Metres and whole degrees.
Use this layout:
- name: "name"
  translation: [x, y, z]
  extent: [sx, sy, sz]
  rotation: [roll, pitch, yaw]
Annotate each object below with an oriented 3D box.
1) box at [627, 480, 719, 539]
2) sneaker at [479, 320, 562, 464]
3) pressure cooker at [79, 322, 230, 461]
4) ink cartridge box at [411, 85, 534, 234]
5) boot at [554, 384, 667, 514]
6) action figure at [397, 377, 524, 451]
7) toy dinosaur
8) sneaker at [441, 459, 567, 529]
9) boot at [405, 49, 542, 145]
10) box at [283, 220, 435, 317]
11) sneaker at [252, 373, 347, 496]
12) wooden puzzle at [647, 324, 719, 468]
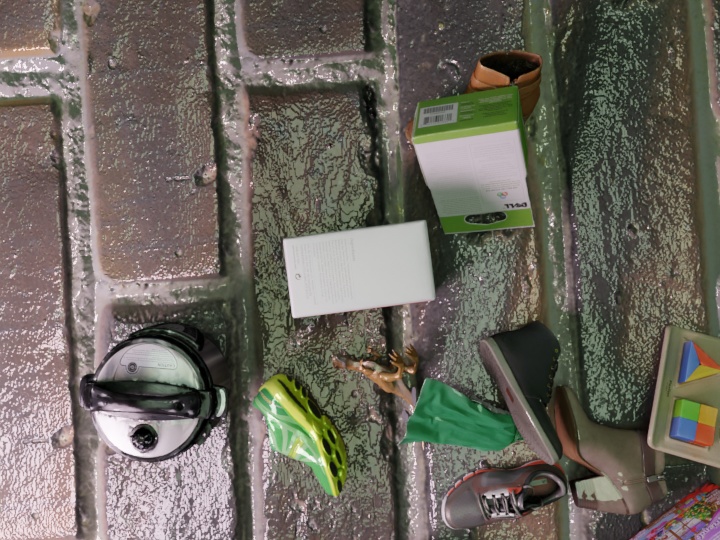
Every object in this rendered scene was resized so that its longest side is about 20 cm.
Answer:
- name: "box"
  translation: [0.459, 0.390, 1.052]
  extent: [0.198, 0.137, 0.039]
  rotation: [-37, 89, 0]
- name: "sneaker"
  translation: [0.263, 0.169, 1.064]
  extent: [0.104, 0.075, 0.203]
  rotation: [-21, 68, -10]
- name: "pressure cooker"
  translation: [-0.278, 0.173, 1.033]
  extent: [0.175, 0.200, 0.180]
  rotation: [-39, 88, 1]
- name: "ink cartridge box"
  translation: [0.168, -0.150, 1.059]
  extent: [0.145, 0.201, 0.077]
  rotation: [-4, 50, 19]
- name: "boot"
  translation: [0.376, 0.262, 1.097]
  extent: [0.143, 0.070, 0.205]
  rotation: [-9, 90, -5]
- name: "action figure"
  translation: [0.161, 0.224, 1.089]
  extent: [0.196, 0.055, 0.120]
  rotation: [16, 115, -15]
- name: "toy dinosaur"
  translation: [0.051, 0.167, 1.114]
  extent: [0.198, 0.061, 0.107]
  rotation: [36, 125, -2]
- name: "sneaker"
  translation: [0.213, 0.332, 1.085]
  extent: [0.196, 0.082, 0.078]
  rotation: [-22, 89, 1]
- name: "boot"
  translation: [0.162, -0.242, 1.053]
  extent: [0.195, 0.156, 0.078]
  rotation: [-5, 71, 1]
- name: "box"
  translation: [0.000, 0.000, 1.053]
  extent: [0.195, 0.152, 0.109]
  rotation: [-7, 88, 2]
- name: "sneaker"
  translation: [-0.089, 0.251, 1.109]
  extent: [0.083, 0.074, 0.202]
  rotation: [-33, 92, 25]
- name: "wooden puzzle"
  translation: [0.532, 0.192, 1.081]
  extent: [0.196, 0.046, 0.189]
  rotation: [16, 76, 0]
